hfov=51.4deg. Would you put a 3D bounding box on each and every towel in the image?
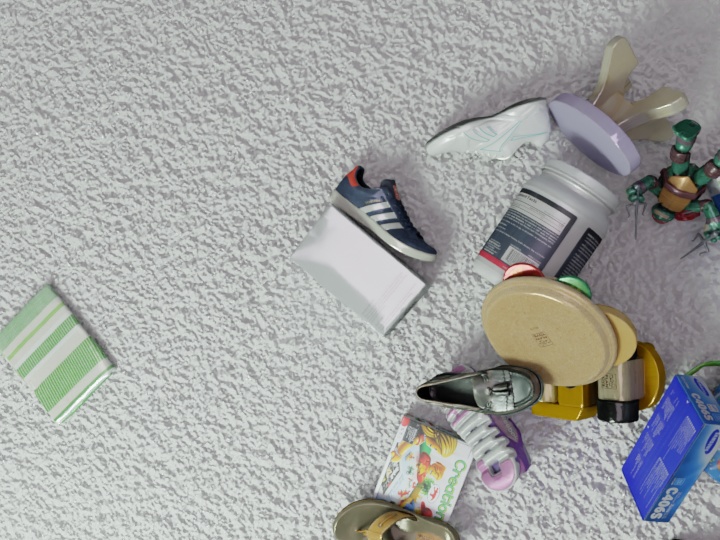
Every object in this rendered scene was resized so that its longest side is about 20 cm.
[{"bbox_3d":[-0.540,0.149,1.319,0.153,0.023,0.200,-44,80,6],"label":"towel"}]

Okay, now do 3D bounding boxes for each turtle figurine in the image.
[{"bbox_3d":[0.457,-0.113,1.074,0.149,0.201,0.101,15,48,5],"label":"turtle figurine"}]

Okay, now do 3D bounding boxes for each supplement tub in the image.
[{"bbox_3d":[0.274,-0.048,1.109,0.140,0.140,0.201,35,95,9],"label":"supplement tub"}]

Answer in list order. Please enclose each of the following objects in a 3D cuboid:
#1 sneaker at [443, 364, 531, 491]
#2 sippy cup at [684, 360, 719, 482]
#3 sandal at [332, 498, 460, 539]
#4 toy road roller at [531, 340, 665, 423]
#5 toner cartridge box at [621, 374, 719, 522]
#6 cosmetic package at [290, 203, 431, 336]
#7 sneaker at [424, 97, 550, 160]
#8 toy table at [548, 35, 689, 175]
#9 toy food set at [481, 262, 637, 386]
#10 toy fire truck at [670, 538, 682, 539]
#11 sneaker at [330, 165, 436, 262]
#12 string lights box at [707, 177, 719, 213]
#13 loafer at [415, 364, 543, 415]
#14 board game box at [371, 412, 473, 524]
[{"bbox_3d":[0.199,0.239,1.154,0.080,0.088,0.201,-45,57,35],"label":"sneaker"},{"bbox_3d":[0.533,0.228,1.067,0.130,0.178,0.140,-39,119,18],"label":"sippy cup"},{"bbox_3d":[0.054,0.405,1.149,0.199,0.054,0.081,10,92,11],"label":"sandal"},{"bbox_3d":[0.354,0.154,1.117,0.199,0.145,0.124,-3,88,48],"label":"toy road roller"},{"bbox_3d":[0.436,0.251,1.047,0.043,0.095,0.201,6,125,-10],"label":"toner cartridge box"},{"bbox_3d":[0.000,0.000,1.191,0.200,0.081,0.113,42,96,10],"label":"cosmetic package"},{"bbox_3d":[0.199,-0.204,1.164,0.199,0.070,0.081,-14,106,16],"label":"sneaker"},{"bbox_3d":[0.371,-0.227,1.079,0.117,0.184,0.200,-40,40,4],"label":"toy table"},{"bbox_3d":[0.258,0.078,1.025,0.198,0.200,0.049,41,52,-1],"label":"toy food set"},{"bbox_3d":[0.506,0.522,1.073,0.175,0.129,0.201,11,103,10],"label":"toy fire truck"},{"bbox_3d":[0.050,-0.094,1.185,0.200,0.075,0.085,36,100,10],"label":"sneaker"},{"bbox_3d":[0.599,-0.064,1.090,0.102,0.059,0.201,-24,85,8],"label":"string lights box"},{"bbox_3d":[0.167,0.178,1.086,0.199,0.063,0.072,-12,82,45],"label":"loafer"},{"bbox_3d":[0.092,0.344,1.189,0.126,0.035,0.201,21,93,10],"label":"board game box"}]
